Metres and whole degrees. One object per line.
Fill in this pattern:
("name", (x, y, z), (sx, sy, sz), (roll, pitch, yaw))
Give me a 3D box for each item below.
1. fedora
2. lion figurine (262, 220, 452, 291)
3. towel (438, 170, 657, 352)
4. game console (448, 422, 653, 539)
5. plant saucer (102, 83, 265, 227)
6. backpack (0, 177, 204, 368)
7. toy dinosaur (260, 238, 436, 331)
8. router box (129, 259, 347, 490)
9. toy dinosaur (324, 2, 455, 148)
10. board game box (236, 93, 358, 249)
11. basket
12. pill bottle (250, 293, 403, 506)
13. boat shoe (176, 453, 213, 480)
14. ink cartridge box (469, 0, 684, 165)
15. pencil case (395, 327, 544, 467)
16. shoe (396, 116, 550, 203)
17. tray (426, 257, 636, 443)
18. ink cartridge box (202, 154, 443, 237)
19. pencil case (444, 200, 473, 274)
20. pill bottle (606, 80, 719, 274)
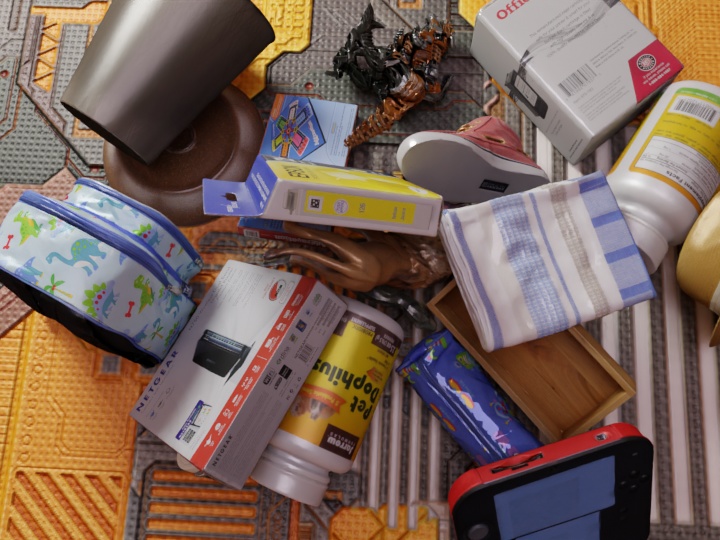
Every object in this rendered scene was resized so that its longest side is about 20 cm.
("fedora", (0.388, -0.020, 0.758), (0.082, 0.201, 0.201), (32, 77, 31))
("lion figurine", (0.007, -0.010, 0.706), (0.122, 0.200, 0.073), (30, 118, 22))
("towel", (0.182, -0.014, 0.714), (0.199, 0.024, 0.148), (-15, 76, -16))
("game console", (0.188, 0.238, 0.707), (0.199, 0.031, 0.178), (-16, 121, -3))
("plant saucer", (-0.213, -0.152, 0.866), (0.199, 0.037, 0.202), (0, 76, 1))
("backpack", (-0.266, -0.006, 0.744), (0.182, 0.200, 0.148), (26, 77, 8))
("toy dinosaur", (0.000, 0.000, 0.797), (0.199, 0.048, 0.088), (21, 39, 1))
("router box", (-0.127, 0.093, 0.732), (0.049, 0.179, 0.201), (41, 71, -35))
("toy dinosaur", (0.039, -0.233, 0.856), (0.135, 0.102, 0.201), (35, 52, -10))
("board game box", (-0.067, -0.118, 0.833), (0.102, 0.019, 0.201), (9, 58, 2))
("basket", (-0.224, -0.230, 0.803), (0.180, 0.136, 0.200), (34, 82, 4))
("pill bottle", (-0.038, 0.132, 0.752), (0.109, 0.109, 0.201), (22, 77, 6))
("boat shoe", (-0.123, 0.132, 0.790), (0.062, 0.073, 0.201), (41, 67, -34))
("ink cartridge box", (0.247, -0.251, 0.860), (0.145, 0.083, 0.200), (-37, 78, -8))
("pencil case", (0.122, 0.153, 0.758), (0.078, 0.087, 0.200), (-41, 77, 9))
("shoe", (0.114, -0.126, 0.795), (0.199, 0.072, 0.091), (10, 41, -31))
("tray", (0.172, 0.074, 0.744), (0.200, 0.037, 0.099), (48, 113, 7))
("ink cartridge box", (-0.047, -0.078, 0.693), (0.199, 0.198, 0.047), (8, 103, -15))
("pencil case", (0.122, -0.021, 0.804), (0.200, 0.078, 0.089), (39, 51, 9))
("pill bottle", (0.335, -0.098, 0.806), (0.111, 0.111, 0.200), (33, 79, 9))
